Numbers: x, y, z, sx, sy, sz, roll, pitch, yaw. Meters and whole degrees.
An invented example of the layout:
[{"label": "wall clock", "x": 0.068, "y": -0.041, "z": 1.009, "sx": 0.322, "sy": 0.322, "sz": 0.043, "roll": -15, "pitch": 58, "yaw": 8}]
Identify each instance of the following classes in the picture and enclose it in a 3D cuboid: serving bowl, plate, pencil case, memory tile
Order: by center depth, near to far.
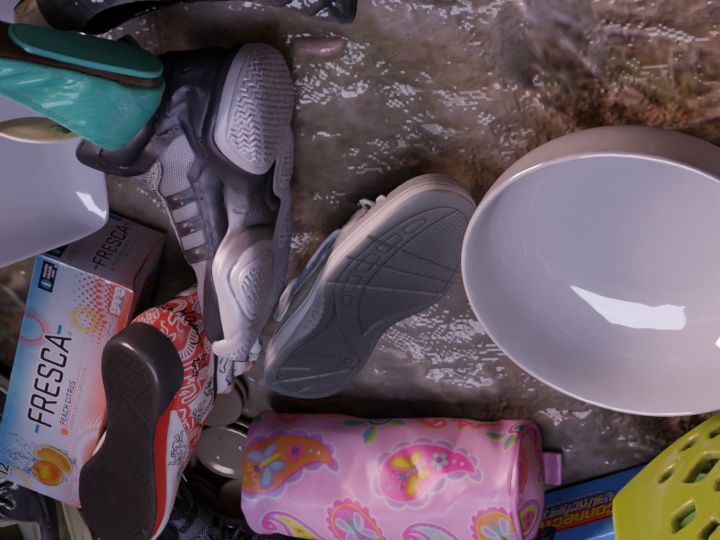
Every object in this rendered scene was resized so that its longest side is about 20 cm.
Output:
[{"label": "serving bowl", "x": 0.162, "y": -0.009, "z": 1.376, "sx": 0.200, "sy": 0.066, "sz": 0.200, "roll": 11, "pitch": 135, "yaw": 11}, {"label": "plate", "x": -0.245, "y": -0.081, "z": 1.384, "sx": 0.032, "sy": 0.199, "sz": 0.200, "roll": 37, "pitch": 141, "yaw": 45}, {"label": "pencil case", "x": 0.024, "y": 0.133, "z": 1.551, "sx": 0.200, "sy": 0.087, "sz": 0.087, "roll": 0, "pitch": 132, "yaw": 19}, {"label": "memory tile", "x": -0.125, "y": 0.136, "z": 1.653, "sx": 0.153, "sy": 0.017, "sz": 0.200, "roll": -2, "pitch": 130, "yaw": 21}]

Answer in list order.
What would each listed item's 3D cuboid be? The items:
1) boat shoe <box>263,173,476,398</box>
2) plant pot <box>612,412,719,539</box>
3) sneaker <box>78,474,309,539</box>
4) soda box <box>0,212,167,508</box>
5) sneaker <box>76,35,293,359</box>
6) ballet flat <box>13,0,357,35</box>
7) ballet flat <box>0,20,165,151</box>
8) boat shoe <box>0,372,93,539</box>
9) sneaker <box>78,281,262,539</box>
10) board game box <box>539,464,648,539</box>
[{"label": "boat shoe", "x": 0.001, "y": 0.001, "z": 1.446, "sx": 0.074, "sy": 0.065, "sz": 0.202, "roll": 13, "pitch": 139, "yaw": -23}, {"label": "plant pot", "x": 0.282, "y": 0.165, "z": 1.393, "sx": 0.200, "sy": 0.199, "sz": 0.182, "roll": 36, "pitch": 107, "yaw": -14}, {"label": "sneaker", "x": -0.096, "y": 0.184, "z": 1.620, "sx": 0.200, "sy": 0.076, "sz": 0.114, "roll": -2, "pitch": 134, "yaw": 24}, {"label": "soda box", "x": -0.181, "y": 0.056, "z": 1.547, "sx": 0.068, "sy": 0.064, "sz": 0.200, "roll": 21, "pitch": 129, "yaw": 4}, {"label": "sneaker", "x": -0.102, "y": -0.046, "z": 1.414, "sx": 0.114, "sy": 0.075, "sz": 0.200, "roll": 12, "pitch": 121, "yaw": 14}, {"label": "ballet flat", "x": -0.098, "y": -0.148, "z": 1.326, "sx": 0.200, "sy": 0.066, "sz": 0.057, "roll": -8, "pitch": 96, "yaw": 18}, {"label": "ballet flat", "x": -0.205, "y": -0.109, "z": 1.305, "sx": 0.200, "sy": 0.067, "sz": 0.070, "roll": 18, "pitch": 112, "yaw": -17}, {"label": "boat shoe", "x": -0.241, "y": 0.153, "z": 1.673, "sx": 0.072, "sy": 0.066, "sz": 0.201, "roll": 3, "pitch": 133, "yaw": 25}, {"label": "sneaker", "x": -0.115, "y": 0.092, "z": 1.533, "sx": 0.067, "sy": 0.108, "sz": 0.201, "roll": 35, "pitch": 138, "yaw": 22}, {"label": "board game box", "x": 0.165, "y": 0.232, "z": 1.610, "sx": 0.196, "sy": 0.056, "sz": 0.200, "roll": -20, "pitch": 122, "yaw": 34}]
